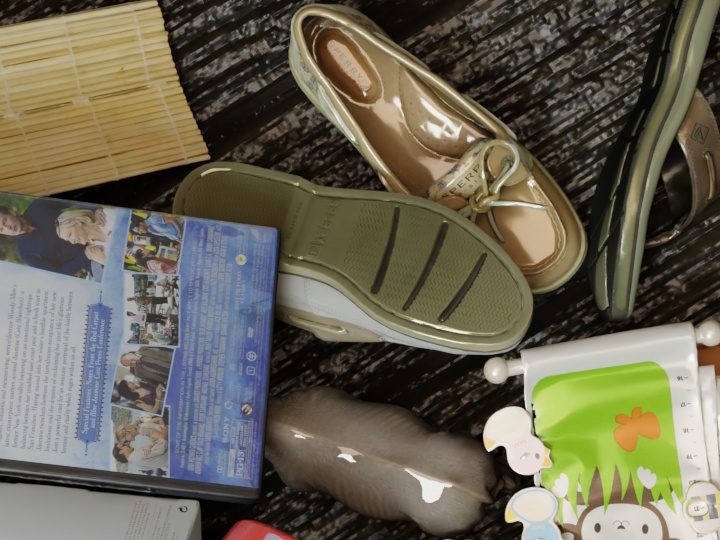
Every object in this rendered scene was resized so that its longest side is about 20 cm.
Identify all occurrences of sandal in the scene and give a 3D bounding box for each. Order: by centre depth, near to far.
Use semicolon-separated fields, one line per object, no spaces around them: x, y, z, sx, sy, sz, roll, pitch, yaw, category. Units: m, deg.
0.167;-0.066;1.568;0.057;0.080;0.201;20;89;-7;sandal

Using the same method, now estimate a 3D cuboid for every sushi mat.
-0.181;-0.083;1.581;0.200;0.012;0.096;-14;83;-29;sushi mat

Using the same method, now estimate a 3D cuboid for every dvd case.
-0.142;0.036;1.498;0.200;0.018;0.143;8;75;-13;dvd case

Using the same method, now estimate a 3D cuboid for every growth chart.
0.149;0.123;1.539;0.144;0.018;0.200;-18;87;-6;growth chart

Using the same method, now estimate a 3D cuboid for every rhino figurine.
-0.016;0.090;1.571;0.200;0.087;0.060;18;89;7;rhino figurine

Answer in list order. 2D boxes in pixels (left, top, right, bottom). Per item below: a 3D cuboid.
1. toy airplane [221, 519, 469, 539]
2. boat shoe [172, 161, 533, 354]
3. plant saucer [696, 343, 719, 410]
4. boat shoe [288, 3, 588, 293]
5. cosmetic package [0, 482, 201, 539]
0.018;0.224;1.471;0.199;0.141;0.200;11;65;-34;toy airplane
0.000;0.000;1.574;0.200;0.068;0.075;21;67;17;boat shoe
0.199;0.132;1.572;0.200;0.037;0.201;0;88;7;plant saucer
0.036;-0.063;1.585;0.200;0.063;0.073;41;91;6;boat shoe
-0.157;0.199;1.545;0.150;0.052;0.200;6;128;8;cosmetic package
